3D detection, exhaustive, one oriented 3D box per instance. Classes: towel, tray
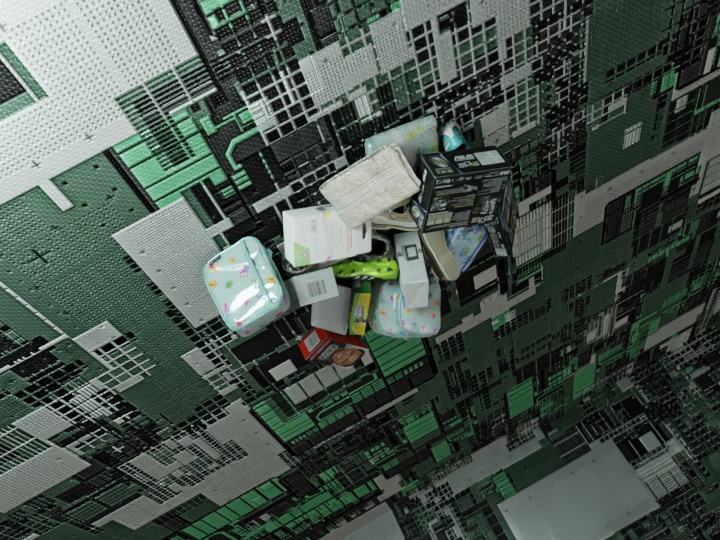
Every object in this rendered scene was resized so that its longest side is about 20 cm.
[{"bbox_3d":[0.101,-0.240,1.568,0.169,0.048,0.202,-24,133,-15],"label":"towel"},{"bbox_3d":[-0.079,0.094,1.849,0.106,0.022,0.201,14,138,6],"label":"tray"},{"bbox_3d":[0.025,-0.182,1.510,0.198,0.035,0.133,-31,122,12],"label":"towel"}]

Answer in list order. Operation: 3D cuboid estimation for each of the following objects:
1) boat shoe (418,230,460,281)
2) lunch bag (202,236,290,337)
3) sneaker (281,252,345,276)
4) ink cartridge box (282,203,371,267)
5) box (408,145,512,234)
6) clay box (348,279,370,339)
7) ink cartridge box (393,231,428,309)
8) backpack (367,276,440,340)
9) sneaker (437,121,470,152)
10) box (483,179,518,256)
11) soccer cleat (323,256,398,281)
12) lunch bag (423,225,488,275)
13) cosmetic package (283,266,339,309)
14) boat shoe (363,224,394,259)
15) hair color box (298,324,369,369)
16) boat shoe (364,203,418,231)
[{"bbox_3d":[0.190,-0.063,1.780,0.072,0.202,0.059,-34,-168,-33],"label":"boat shoe"},{"bbox_3d":[-0.252,0.029,1.530,0.159,0.201,0.077,-33,156,5],"label":"lunch bag"},{"bbox_3d":[-0.101,-0.038,1.676,0.198,0.075,0.079,-18,163,-17],"label":"sneaker"},{"bbox_3d":[-0.075,-0.088,1.590,0.197,0.067,0.119,-11,113,-25],"label":"ink cartridge box"},{"bbox_3d":[0.226,-0.185,1.574,0.197,0.087,0.165,-11,137,-18],"label":"box"},{"bbox_3d":[-0.005,0.082,1.836,0.047,0.116,0.201,3,138,-5],"label":"clay box"},{"bbox_3d":[0.127,-0.016,1.766,0.066,0.202,0.117,-8,142,0],"label":"ink cartridge box"},{"bbox_3d":[0.120,0.099,1.869,0.197,0.153,0.179,0,94,-16],"label":"backpack"},{"bbox_3d":[0.235,-0.264,1.626,0.077,0.080,0.200,-35,145,7],"label":"sneaker"},{"bbox_3d":[0.366,-0.153,1.796,0.049,0.160,0.200,3,153,24],"label":"box"},{"bbox_3d":[0.000,0.000,1.729,0.197,0.068,0.081,3,157,11],"label":"soccer cleat"},{"bbox_3d":[0.263,-0.077,1.875,0.159,0.083,0.201,-3,137,-37],"label":"lunch bag"},{"bbox_3d":[-0.133,0.048,1.657,0.100,0.072,0.200,-15,178,-22],"label":"cosmetic package"},{"bbox_3d":[0.042,-0.057,1.742,0.071,0.070,0.200,-39,149,9],"label":"boat shoe"},{"bbox_3d":[-0.075,0.224,2.008,0.102,0.062,0.199,-46,143,19],"label":"hair color box"},{"bbox_3d":[0.104,-0.144,1.678,0.197,0.075,0.069,-8,141,-25],"label":"boat shoe"}]
